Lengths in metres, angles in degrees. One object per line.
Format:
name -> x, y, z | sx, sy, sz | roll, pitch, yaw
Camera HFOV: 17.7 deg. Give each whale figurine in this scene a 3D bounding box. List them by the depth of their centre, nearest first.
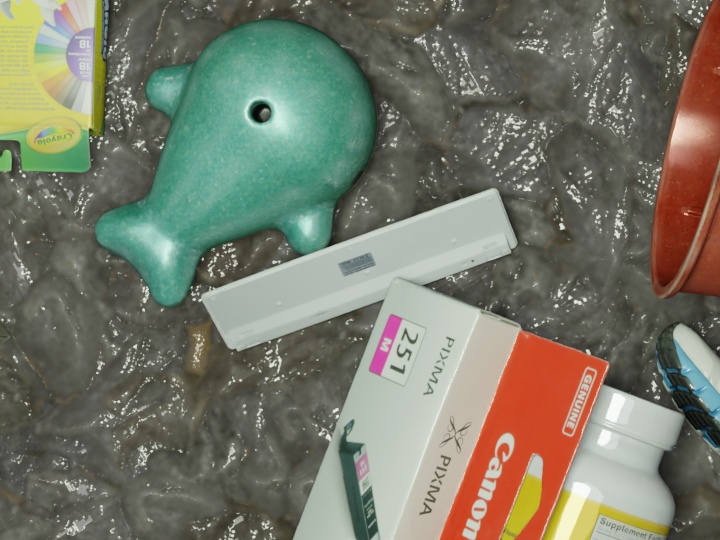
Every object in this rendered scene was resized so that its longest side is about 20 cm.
whale figurine -> -0.081, -0.069, 1.456 | 0.200, 0.104, 0.159 | -43, 85, 3

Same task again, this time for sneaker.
sneaker -> 0.268, 0.099, 1.439 | 0.087, 0.075, 0.200 | -42, 92, -4

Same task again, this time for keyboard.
keyboard -> 0.000, 0.000, 1.475 | 0.200, 0.011, 0.056 | -20, 130, 5

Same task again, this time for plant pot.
plant pot -> 0.294, -0.059, 1.384 | 0.195, 0.201, 0.201 | 13, 89, -2

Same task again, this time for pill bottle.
pill bottle -> 0.127, 0.168, 1.422 | 0.112, 0.112, 0.200 | 21, 90, 6

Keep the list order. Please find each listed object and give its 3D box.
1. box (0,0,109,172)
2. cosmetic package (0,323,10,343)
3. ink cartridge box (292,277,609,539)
box -> -0.223, -0.163, 1.504 | 0.117, 0.048, 0.200 | 2, 86, 6
cosmetic package -> -0.331, -0.005, 1.496 | 0.104, 0.073, 0.200 | -39, 84, 3
ink cartridge box -> 0.049, 0.120, 1.414 | 0.044, 0.174, 0.200 | 21, 90, -36
